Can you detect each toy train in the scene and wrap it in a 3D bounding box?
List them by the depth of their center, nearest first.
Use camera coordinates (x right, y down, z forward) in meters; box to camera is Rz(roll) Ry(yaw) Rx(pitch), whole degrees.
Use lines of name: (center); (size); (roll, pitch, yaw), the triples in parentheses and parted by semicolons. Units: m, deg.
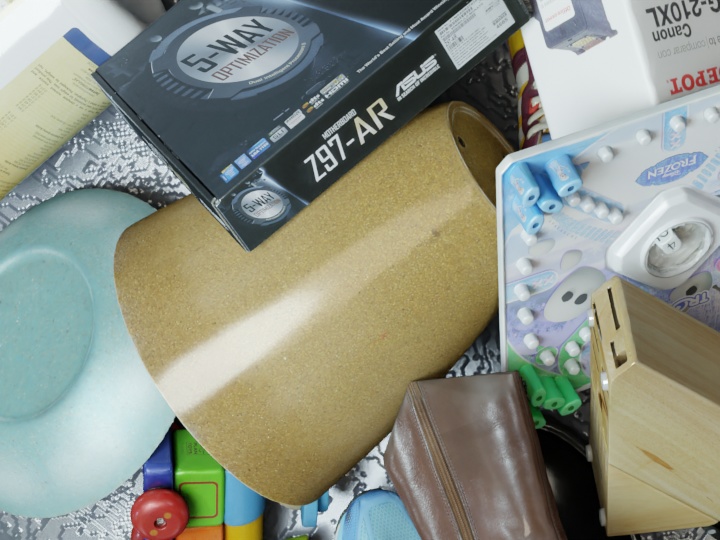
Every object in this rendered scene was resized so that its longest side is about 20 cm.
toy train: (-0.079, 0.182, 1.667); (0.115, 0.085, 0.201); (-1, 123, -4)

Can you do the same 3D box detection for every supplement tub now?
supplement tub: (-0.224, -0.121, 1.624); (0.200, 0.144, 0.145); (-39, 87, 13)

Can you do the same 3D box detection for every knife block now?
knife block: (0.213, 0.083, 1.527); (0.175, 0.064, 0.200); (-7, 137, -2)

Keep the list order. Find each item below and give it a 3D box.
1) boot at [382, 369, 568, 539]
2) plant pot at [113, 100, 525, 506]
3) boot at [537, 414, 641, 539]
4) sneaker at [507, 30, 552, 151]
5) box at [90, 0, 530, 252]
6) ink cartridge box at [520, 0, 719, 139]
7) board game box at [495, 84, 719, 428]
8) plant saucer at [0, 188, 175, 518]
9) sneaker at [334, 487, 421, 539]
boot: (0.043, 0.169, 1.508); (0.186, 0.064, 0.201); (-31, 74, 22)
plant pot: (0.000, 0.000, 1.541); (0.200, 0.186, 0.187); (-34, 88, 20)
boot: (0.122, 0.183, 1.570); (0.079, 0.158, 0.212); (-32, 89, 14)
sneaker: (0.122, -0.089, 1.578); (0.075, 0.090, 0.201); (-11, 93, 13)
box: (-0.029, -0.121, 1.523); (0.200, 0.044, 0.160); (-39, 42, -4)
ink cartridge box: (0.153, -0.174, 1.526); (0.084, 0.145, 0.201); (-14, 93, 47)
board game box: (0.170, -0.012, 1.505); (0.199, 0.200, 0.026); (-19, 49, -13)
plant saucer: (-0.185, 0.043, 1.636); (0.200, 0.039, 0.202); (-12, 67, 32)
sneaker: (0.055, 0.201, 1.584); (0.200, 0.078, 0.090); (58, 149, 25)
